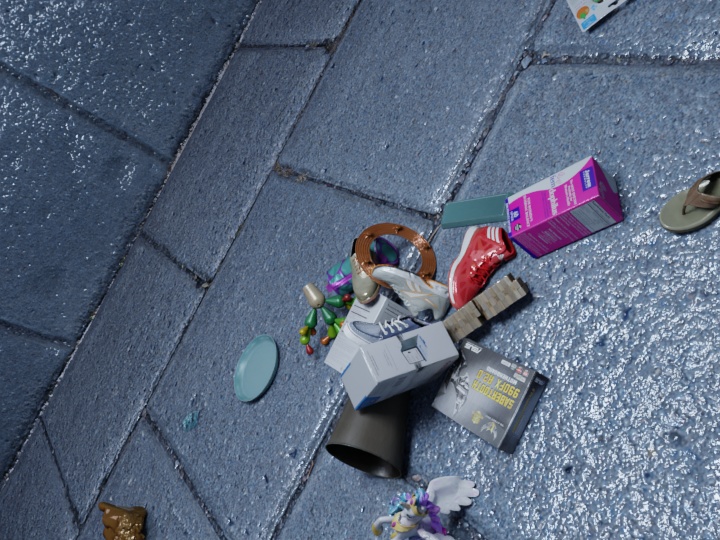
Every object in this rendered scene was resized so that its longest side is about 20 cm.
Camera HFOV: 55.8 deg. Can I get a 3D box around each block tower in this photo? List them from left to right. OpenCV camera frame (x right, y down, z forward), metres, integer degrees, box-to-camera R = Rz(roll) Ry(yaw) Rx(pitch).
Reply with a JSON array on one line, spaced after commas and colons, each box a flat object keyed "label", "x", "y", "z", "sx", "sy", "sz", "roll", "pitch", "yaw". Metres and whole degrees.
[{"label": "block tower", "x": 0.248, "y": 0.080, "z": 1.398, "sx": 0.199, "sy": 0.058, "sz": 0.054, "roll": -38, "pitch": 83, "yaw": 21}]

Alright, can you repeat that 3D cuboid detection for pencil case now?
[{"label": "pencil case", "x": 0.001, "y": -0.009, "z": 1.758, "sx": 0.199, "sy": 0.085, "sz": 0.092, "roll": -33, "pitch": 9, "yaw": 35}]

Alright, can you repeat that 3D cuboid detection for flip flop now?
[{"label": "flip flop", "x": 0.595, "y": -0.133, "z": 1.140, "sx": 0.199, "sy": 0.057, "sz": 0.082, "roll": -29, "pitch": 46, "yaw": 36}]

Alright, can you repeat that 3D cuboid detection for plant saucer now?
[{"label": "plant saucer", "x": -0.299, "y": 0.286, "z": 1.980, "sx": 0.199, "sy": 0.027, "sz": 0.202, "roll": -29, "pitch": 46, "yaw": 36}, {"label": "plant saucer", "x": 0.266, "y": -0.140, "z": 1.582, "sx": 0.199, "sy": 0.019, "sz": 0.071, "roll": -4, "pitch": 64, "yaw": 49}]

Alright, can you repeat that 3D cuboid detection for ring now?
[{"label": "ring", "x": 0.085, "y": -0.039, "z": 1.597, "sx": 0.019, "sy": 0.198, "sz": 0.202, "roll": 112, "pitch": 160, "yaw": -51}]

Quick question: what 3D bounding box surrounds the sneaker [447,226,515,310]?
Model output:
[{"label": "sneaker", "x": 0.261, "y": -0.010, "z": 1.452, "sx": 0.115, "sy": 0.078, "sz": 0.202, "roll": -6, "pitch": 63, "yaw": 50}]

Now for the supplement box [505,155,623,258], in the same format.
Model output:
[{"label": "supplement box", "x": 0.397, "y": -0.121, "z": 1.339, "sx": 0.199, "sy": 0.103, "sz": 0.102, "roll": -27, "pitch": 47, "yaw": 36}]

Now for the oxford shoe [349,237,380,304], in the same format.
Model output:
[{"label": "oxford shoe", "x": 0.000, "y": 0.000, "z": 1.597, "sx": 0.070, "sy": 0.074, "sz": 0.201, "roll": -27, "pitch": 34, "yaw": 12}]

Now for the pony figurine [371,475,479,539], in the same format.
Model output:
[{"label": "pony figurine", "x": 0.119, "y": 0.469, "z": 1.238, "sx": 0.167, "sy": 0.191, "sz": 0.201, "roll": -100, "pitch": 32, "yaw": -45}]

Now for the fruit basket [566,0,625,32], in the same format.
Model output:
[{"label": "fruit basket", "x": 0.543, "y": -0.666, "z": 1.532, "sx": 0.185, "sy": 0.093, "sz": 0.202, "roll": -33, "pitch": 47, "yaw": 33}]

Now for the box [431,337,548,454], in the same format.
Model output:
[{"label": "box", "x": 0.247, "y": 0.238, "z": 1.325, "sx": 0.199, "sy": 0.048, "sz": 0.159, "roll": 24, "pitch": 86, "yaw": 54}]

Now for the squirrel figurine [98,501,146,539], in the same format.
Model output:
[{"label": "squirrel figurine", "x": -0.724, "y": 0.820, "z": 2.054, "sx": 0.199, "sy": 0.141, "sz": 0.189, "roll": -3, "pitch": 70, "yaw": 52}]

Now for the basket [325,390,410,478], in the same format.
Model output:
[{"label": "basket", "x": 0.032, "y": 0.313, "z": 1.455, "sx": 0.136, "sy": 0.179, "sz": 0.201, "roll": -29, "pitch": 36, "yaw": 51}]

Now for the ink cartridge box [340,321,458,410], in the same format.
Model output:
[{"label": "ink cartridge box", "x": 0.078, "y": 0.193, "z": 1.377, "sx": 0.086, "sy": 0.198, "sz": 0.147, "roll": 62, "pitch": 149, "yaw": 21}]

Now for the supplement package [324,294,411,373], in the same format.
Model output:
[{"label": "supplement package", "x": 0.024, "y": 0.161, "z": 1.594, "sx": 0.109, "sy": 0.113, "sz": 0.201, "roll": 20, "pitch": 80, "yaw": 55}]

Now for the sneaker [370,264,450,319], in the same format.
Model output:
[{"label": "sneaker", "x": 0.111, "y": 0.051, "z": 1.506, "sx": 0.076, "sy": 0.198, "sz": 0.093, "roll": -139, "pitch": 69, "yaw": -83}]

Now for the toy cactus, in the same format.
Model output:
[{"label": "toy cactus", "x": -0.096, "y": 0.110, "z": 1.752, "sx": 0.199, "sy": 0.102, "sz": 0.166, "roll": -38, "pitch": 85, "yaw": 19}]

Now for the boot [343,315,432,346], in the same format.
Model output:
[{"label": "boot", "x": 0.065, "y": 0.128, "z": 1.484, "sx": 0.091, "sy": 0.199, "sz": 0.073, "roll": -57, "pitch": 32, "yaw": 25}]
